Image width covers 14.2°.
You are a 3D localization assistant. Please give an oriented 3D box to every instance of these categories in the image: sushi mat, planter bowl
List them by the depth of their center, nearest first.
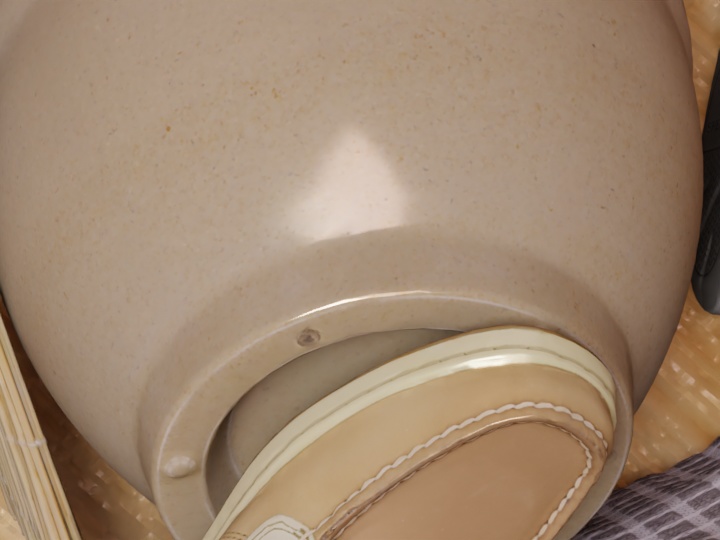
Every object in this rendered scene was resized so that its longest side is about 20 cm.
[{"bbox_3d":[0.000,0.000,0.742,0.200,0.200,0.135,-8,45,-3],"label":"planter bowl"},{"bbox_3d":[-0.112,-0.006,0.774,0.012,0.096,0.200,-22,111,-12],"label":"sushi mat"}]

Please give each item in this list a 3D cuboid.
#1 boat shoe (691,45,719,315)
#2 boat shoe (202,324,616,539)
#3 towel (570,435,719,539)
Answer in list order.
[{"bbox_3d":[0.145,-0.082,0.843,0.065,0.074,0.202,11,88,-7],"label":"boat shoe"},{"bbox_3d":[-0.013,0.093,0.686,0.074,0.066,0.200,30,119,-32],"label":"boat shoe"},{"bbox_3d":[0.092,0.091,0.756,0.165,0.200,0.086,-29,90,-5],"label":"towel"}]
